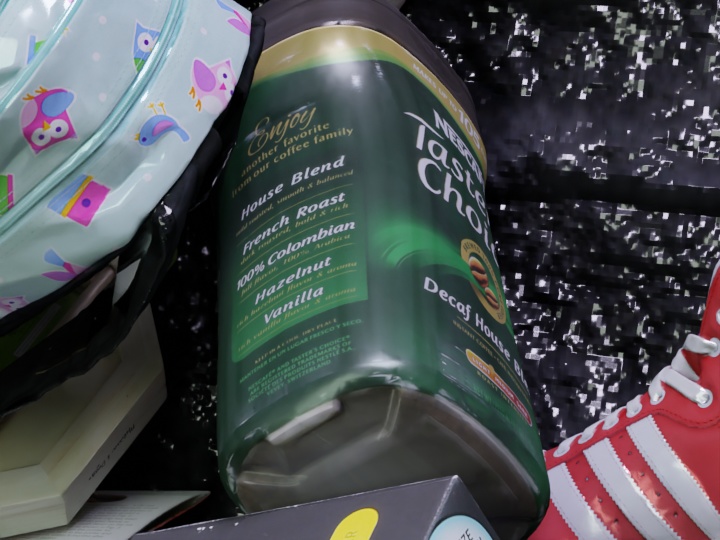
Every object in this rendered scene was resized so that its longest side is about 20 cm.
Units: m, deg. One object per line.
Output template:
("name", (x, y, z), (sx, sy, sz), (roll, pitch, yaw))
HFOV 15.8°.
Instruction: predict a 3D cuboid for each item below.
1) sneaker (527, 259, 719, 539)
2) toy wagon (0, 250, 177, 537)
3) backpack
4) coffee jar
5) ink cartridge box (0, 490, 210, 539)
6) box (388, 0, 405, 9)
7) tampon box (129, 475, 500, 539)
("sneaker", (0.096, 0.052, 0.836), (0.199, 0.071, 0.113), (-5, 79, 27))
("toy wagon", (-0.169, 0.016, 0.957), (0.199, 0.040, 0.155), (28, 60, 18))
("backpack", (-0.127, -0.043, 0.846), (0.200, 0.126, 0.168), (-25, 41, 47))
("coffee jar", (0.000, 0.000, 0.842), (0.085, 0.104, 0.201), (-29, 42, 20))
("ink cartridge box", (-0.142, 0.130, 0.902), (0.108, 0.200, 0.051), (-3, 103, 29))
("box", (-0.055, -0.192, 0.926), (0.200, 0.128, 0.109), (43, 103, 27))
("tampon box", (0.003, 0.187, 0.752), (0.126, 0.200, 0.150), (-14, 33, 34))
